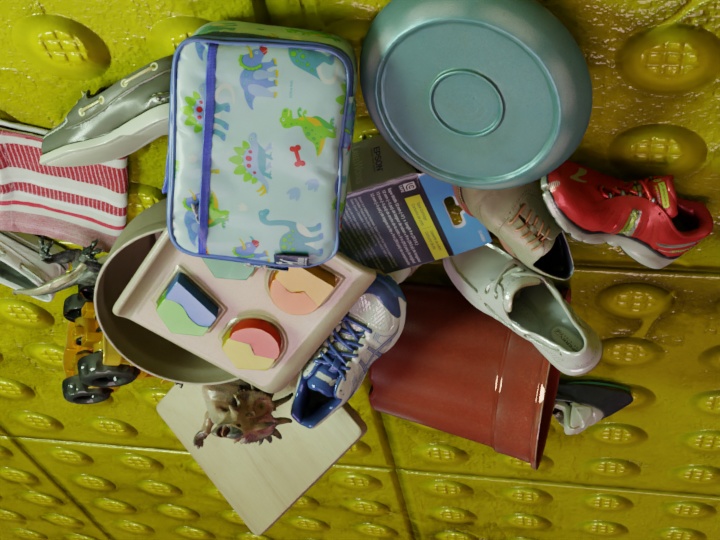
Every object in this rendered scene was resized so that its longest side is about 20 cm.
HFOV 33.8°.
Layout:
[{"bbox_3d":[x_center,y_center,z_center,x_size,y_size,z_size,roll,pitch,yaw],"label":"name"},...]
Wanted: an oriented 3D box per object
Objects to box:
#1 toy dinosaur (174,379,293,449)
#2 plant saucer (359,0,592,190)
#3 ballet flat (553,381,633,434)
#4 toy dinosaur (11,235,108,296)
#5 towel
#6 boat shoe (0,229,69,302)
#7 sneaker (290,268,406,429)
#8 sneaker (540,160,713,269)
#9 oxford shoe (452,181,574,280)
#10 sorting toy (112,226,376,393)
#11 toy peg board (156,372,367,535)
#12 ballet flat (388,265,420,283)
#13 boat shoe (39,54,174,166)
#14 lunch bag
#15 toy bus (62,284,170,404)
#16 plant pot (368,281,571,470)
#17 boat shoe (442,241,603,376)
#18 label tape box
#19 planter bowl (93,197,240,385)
[{"bbox_3d":[-0.122,0.117,1.277,0.135,0.201,0.086,-6,137,30],"label":"toy dinosaur"},{"bbox_3d":[0.089,-0.142,0.972,0.199,0.027,0.201,13,134,14],"label":"plant saucer"},{"bbox_3d":[0.248,0.174,1.512,0.198,0.074,0.073,9,151,0],"label":"ballet flat"},{"bbox_3d":[-0.308,-0.006,1.312,0.198,0.048,0.088,-13,154,5],"label":"toy dinosaur"},{"bbox_3d":[-0.320,-0.084,1.265,0.143,0.023,0.200,12,150,-7],"label":"towel"},{"bbox_3d":[-0.431,-0.024,1.353,0.199,0.067,0.074,21,148,-20],"label":"boat shoe"},{"bbox_3d":[-0.014,0.088,1.210,0.075,0.088,0.201,29,130,6],"label":"sneaker"},{"bbox_3d":[0.249,-0.067,1.097,0.199,0.078,0.085,16,147,-34],"label":"sneaker"},{"bbox_3d":[0.152,-0.054,1.111,0.071,0.074,0.200,-49,141,4],"label":"oxford shoe"},{"bbox_3d":[-0.112,0.026,1.132,0.199,0.037,0.185,27,122,-20],"label":"sorting toy"},{"bbox_3d":[-0.102,0.165,1.402,0.199,0.200,0.098,-47,167,23],"label":"toy peg board"},{"bbox_3d":[0.000,0.000,1.276,0.199,0.068,0.068,-11,146,31],"label":"ballet flat"},{"bbox_3d":[-0.228,-0.142,1.097,0.201,0.061,0.072,-15,175,37],"label":"boat shoe"},{"bbox_3d":[-0.087,-0.104,1.002,0.159,0.083,0.202,8,111,0],"label":"lunch bag"},{"bbox_3d":[-0.264,0.084,1.458,0.191,0.137,0.200,5,157,-27],"label":"toy bus"},{"bbox_3d":[0.119,0.102,1.312,0.194,0.202,0.201,10,152,13],"label":"plant pot"},{"bbox_3d":[0.160,0.023,1.188,0.200,0.071,0.069,39,176,24],"label":"boat shoe"},{"bbox_3d":[0.015,-0.060,1.160,0.199,0.067,0.143,-17,145,11],"label":"label tape box"},{"bbox_3d":[-0.164,-0.002,1.218,0.198,0.135,0.201,-1,128,-1],"label":"planter bowl"}]
